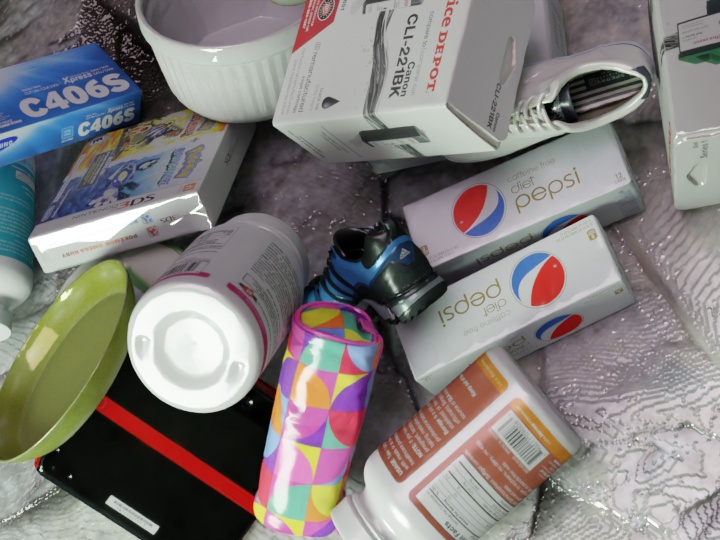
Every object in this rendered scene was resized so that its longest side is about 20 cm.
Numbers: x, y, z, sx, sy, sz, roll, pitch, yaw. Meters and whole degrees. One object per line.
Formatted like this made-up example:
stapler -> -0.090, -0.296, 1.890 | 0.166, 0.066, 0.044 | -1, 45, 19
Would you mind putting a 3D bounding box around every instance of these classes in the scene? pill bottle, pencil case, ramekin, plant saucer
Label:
pill bottle -> 0.076, 0.167, 1.241 | 0.200, 0.112, 0.112 | -41, 61, 4
pencil case -> -0.035, 0.129, 1.270 | 0.088, 0.088, 0.202 | 24, 115, 29
ramekin -> -0.200, 0.067, 1.404 | 0.198, 0.098, 0.203 | -8, 68, 20
pill bottle -> -0.386, -0.032, 1.515 | 0.109, 0.111, 0.203 | -12, 66, 18
plant saucer -> -0.254, 0.084, 1.301 | 0.199, 0.031, 0.201 | -39, 30, 27
pill bottle -> -0.111, 0.027, 1.254 | 0.112, 0.200, 0.115 | 4, 111, 12
ramekin -> -0.108, -0.233, 1.441 | 0.197, 0.106, 0.202 | -7, 44, 6

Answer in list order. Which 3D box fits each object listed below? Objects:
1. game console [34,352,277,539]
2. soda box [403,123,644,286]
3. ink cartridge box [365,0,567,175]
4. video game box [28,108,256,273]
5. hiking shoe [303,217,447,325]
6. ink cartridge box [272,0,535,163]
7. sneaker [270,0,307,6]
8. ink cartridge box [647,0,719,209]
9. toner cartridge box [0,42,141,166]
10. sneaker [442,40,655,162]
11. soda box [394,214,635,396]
game console -> -0.160, 0.154, 1.321 | 0.178, 0.199, 0.031 | -53, 17, 3
soda box -> 0.143, -0.055, 1.316 | 0.198, 0.064, 0.069 | -23, 63, 13
ink cartridge box -> 0.089, -0.202, 1.391 | 0.198, 0.084, 0.178 | -10, 67, 19
video game box -> -0.205, -0.086, 1.436 | 0.180, 0.047, 0.201 | -12, 30, 16
hiking shoe -> 0.000, 0.000, 1.313 | 0.074, 0.087, 0.199 | -34, 11, -32
ink cartridge box -> 0.036, -0.177, 1.277 | 0.198, 0.083, 0.146 | -1, 68, 41
sneaker -> -0.063, -0.349, 1.392 | 0.074, 0.107, 0.202 | -6, 46, 4
ink cartridge box -> 0.291, -0.172, 1.255 | 0.083, 0.146, 0.203 | -8, 68, 10
toner cartridge box -> -0.329, -0.165, 1.511 | 0.199, 0.044, 0.095 | -24, 53, -34
sneaker -> 0.151, -0.142, 1.260 | 0.198, 0.071, 0.074 | -22, 104, 15
soda box -> 0.133, 0.033, 1.296 | 0.198, 0.064, 0.069 | -27, 63, 13
